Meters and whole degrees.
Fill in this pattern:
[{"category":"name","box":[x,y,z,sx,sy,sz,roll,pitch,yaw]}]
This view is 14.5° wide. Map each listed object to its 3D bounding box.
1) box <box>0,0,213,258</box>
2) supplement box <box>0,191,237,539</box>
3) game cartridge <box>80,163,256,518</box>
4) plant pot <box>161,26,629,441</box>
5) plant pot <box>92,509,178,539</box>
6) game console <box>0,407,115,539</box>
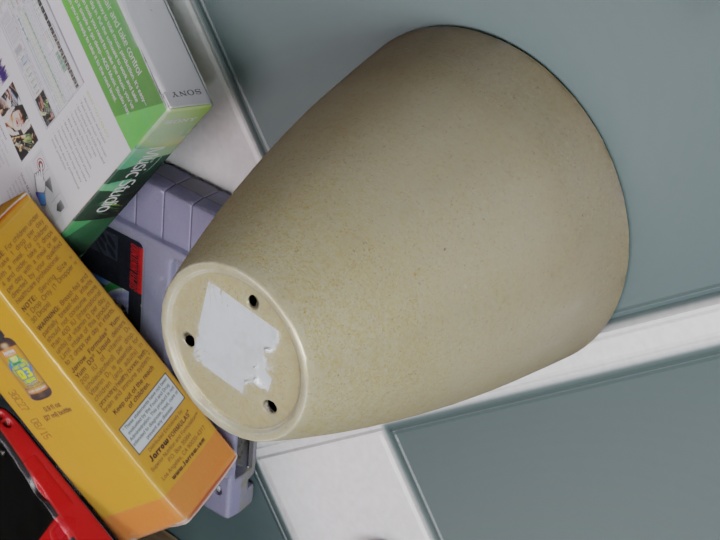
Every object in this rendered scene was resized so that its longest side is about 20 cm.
[{"category":"box","box":[-0.167,-0.100,1.587,0.200,0.036,0.145,-44,65,47]},{"category":"supplement box","box":[-0.160,0.056,1.591,0.066,0.069,0.200,-21,114,45]},{"category":"game cartridge","box":[-0.113,0.034,1.639,0.129,0.038,0.201,23,126,27]},{"category":"plant pot","box":[0.000,0.000,1.396,0.187,0.200,0.188,21,125,33]},{"category":"plant pot","box":[-0.158,0.258,1.760,0.200,0.093,0.202,20,124,33]},{"category":"game console","box":[-0.194,0.193,1.667,0.177,0.031,0.200,53,140,12]}]
